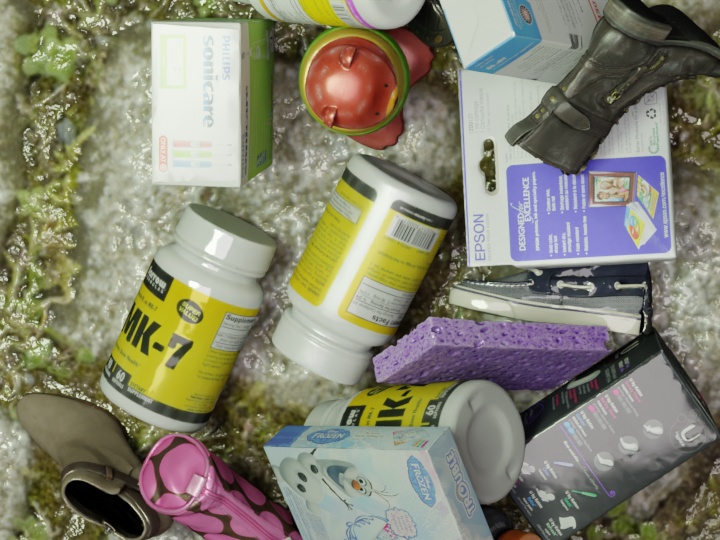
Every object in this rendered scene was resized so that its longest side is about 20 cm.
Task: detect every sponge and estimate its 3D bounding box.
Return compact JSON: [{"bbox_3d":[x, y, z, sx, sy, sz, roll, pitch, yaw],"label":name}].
[{"bbox_3d":[0.125,0.081,1.640,0.199,0.112,0.030,4,65,-28],"label":"sponge"}]

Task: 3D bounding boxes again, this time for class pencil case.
[{"bbox_3d":[-0.126,0.235,1.689,0.091,0.094,0.200,-50,134,-2],"label":"pencil case"}]

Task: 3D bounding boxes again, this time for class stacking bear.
[{"bbox_3d":[-0.004,-0.173,1.603,0.113,0.200,0.122,24,100,0],"label":"stacking bear"}]

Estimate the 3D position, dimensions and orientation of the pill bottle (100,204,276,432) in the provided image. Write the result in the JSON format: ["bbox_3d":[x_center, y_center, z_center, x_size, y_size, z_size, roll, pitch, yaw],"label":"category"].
[{"bbox_3d":[-0.165,0.045,1.688,0.114,0.114,0.201,25,100,0],"label":"pill bottle"}]

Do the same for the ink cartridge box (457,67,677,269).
[{"bbox_3d":[0.196,-0.101,1.652,0.199,0.043,0.199,-2,81,5],"label":"ink cartridge box"}]

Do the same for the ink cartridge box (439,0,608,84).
[{"bbox_3d":[0.164,-0.238,1.596,0.067,0.200,0.116,-33,66,38],"label":"ink cartridge box"}]

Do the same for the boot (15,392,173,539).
[{"bbox_3d":[-0.269,0.194,1.711,0.199,0.146,0.070,28,102,0],"label":"boot"}]

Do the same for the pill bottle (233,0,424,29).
[{"bbox_3d":[-0.040,-0.280,1.601,0.199,0.104,0.105,11,102,40],"label":"pill bottle"}]

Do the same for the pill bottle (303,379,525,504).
[{"bbox_3d":[0.045,0.164,1.632,0.200,0.114,0.115,-9,100,43],"label":"pill bottle"}]

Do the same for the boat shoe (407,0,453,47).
[{"bbox_3d":[0.045,-0.306,1.650,0.074,0.076,0.200,-33,86,-23],"label":"boat shoe"}]

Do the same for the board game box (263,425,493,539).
[{"bbox_3d":[0.028,0.235,1.580,0.199,0.043,0.201,-3,117,42],"label":"board game box"}]

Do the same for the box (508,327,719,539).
[{"bbox_3d":[0.233,0.160,1.676,0.200,0.122,0.106,-35,95,10],"label":"box"}]

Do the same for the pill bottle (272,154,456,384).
[{"bbox_3d":[0.000,0.000,1.667,0.114,0.114,0.201,27,100,0],"label":"pill bottle"}]

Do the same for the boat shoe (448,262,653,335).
[{"bbox_3d":[0.189,0.006,1.689,0.199,0.075,0.093,8,90,-2],"label":"boat shoe"}]

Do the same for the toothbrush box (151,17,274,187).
[{"bbox_3d":[-0.135,-0.161,1.616,0.086,0.200,0.146,2,100,4],"label":"toothbrush box"}]

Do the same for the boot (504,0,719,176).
[{"bbox_3d":[0.236,-0.160,1.588,0.174,0.200,0.069,-56,47,23],"label":"boot"}]

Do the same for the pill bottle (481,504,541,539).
[{"bbox_3d":[0.079,0.272,1.673,0.199,0.106,0.107,6,101,37],"label":"pill bottle"}]
